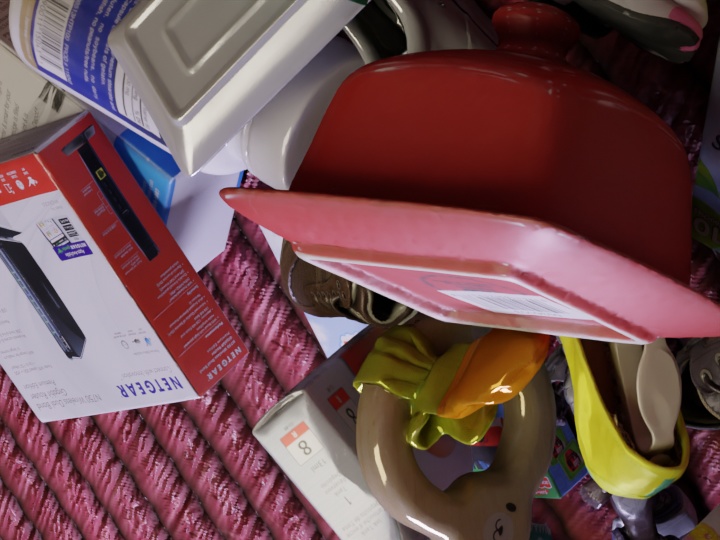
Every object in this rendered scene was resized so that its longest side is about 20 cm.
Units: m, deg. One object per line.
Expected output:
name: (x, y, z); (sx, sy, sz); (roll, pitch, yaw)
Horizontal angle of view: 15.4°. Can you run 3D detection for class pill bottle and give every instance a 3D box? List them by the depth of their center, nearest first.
pill bottle: (-0.090, -0.124, 1.502); (0.200, 0.120, 0.120); (31, 142, 26)

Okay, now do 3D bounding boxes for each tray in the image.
tray: (-0.053, -0.153, 1.392); (0.200, 0.022, 0.108); (-44, 59, 21)

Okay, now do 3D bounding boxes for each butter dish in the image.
butter dish: (0.071, -0.055, 1.261); (0.200, 0.148, 0.199); (6, 168, 38)

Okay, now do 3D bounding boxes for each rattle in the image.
rattle: (0.091, 0.113, 1.404); (0.143, 0.130, 0.200); (-8, 107, 40)

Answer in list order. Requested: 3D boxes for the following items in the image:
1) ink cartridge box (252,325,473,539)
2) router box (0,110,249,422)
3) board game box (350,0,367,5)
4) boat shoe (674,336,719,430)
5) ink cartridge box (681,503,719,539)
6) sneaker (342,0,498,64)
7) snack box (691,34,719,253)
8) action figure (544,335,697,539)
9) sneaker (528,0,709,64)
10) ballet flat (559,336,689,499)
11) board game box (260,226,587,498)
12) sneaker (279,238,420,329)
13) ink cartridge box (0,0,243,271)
ink cartridge box: (0.039, 0.132, 1.502); (0.050, 0.162, 0.200); (-43, 88, 20)
router box: (-0.183, 0.002, 1.644); (0.200, 0.049, 0.180); (-13, 115, 54)
board game box: (-0.059, -0.226, 1.377); (0.200, 0.029, 0.135); (21, 95, 36)
boat shoe: (0.198, 0.049, 1.330); (0.072, 0.065, 0.200); (40, 170, -2)
ink cartridge box: (0.195, 0.214, 1.428); (0.087, 0.200, 0.146); (33, 144, 29)
sneaker: (0.045, -0.099, 1.412); (0.200, 0.071, 0.073); (49, 146, 2)
snack box: (0.234, -0.066, 1.243); (0.142, 0.053, 0.200); (33, 144, 26)
action figure: (0.142, 0.103, 1.470); (0.130, 0.069, 0.200); (-97, -12, -62)
sneaker: (0.120, -0.161, 1.275); (0.080, 0.086, 0.200); (33, 179, -35)
ballet flat: (0.130, 0.017, 1.355); (0.067, 0.067, 0.201); (162, 95, -68)
board game box: (0.037, 0.044, 1.592); (0.151, 0.037, 0.200); (-3, 119, 50)
sneaker: (0.000, 0.000, 1.468); (0.070, 0.076, 0.200); (20, 154, -15)
ink cartridge box: (-0.174, -0.092, 1.660); (0.200, 0.084, 0.146); (39, 146, 15)
